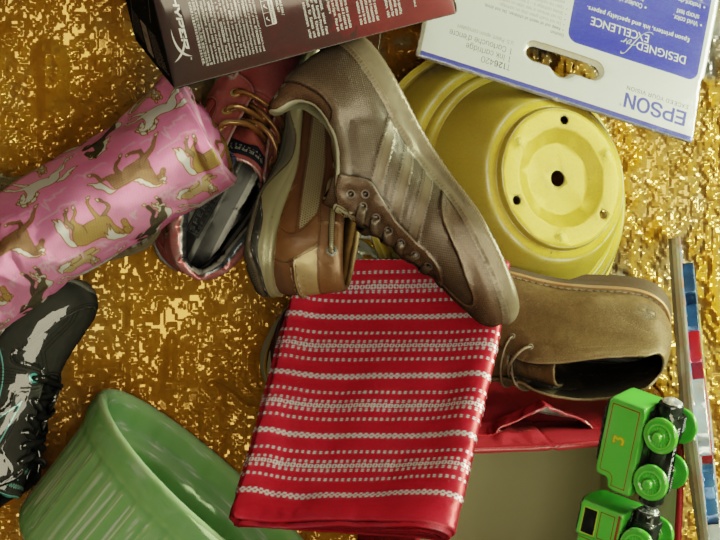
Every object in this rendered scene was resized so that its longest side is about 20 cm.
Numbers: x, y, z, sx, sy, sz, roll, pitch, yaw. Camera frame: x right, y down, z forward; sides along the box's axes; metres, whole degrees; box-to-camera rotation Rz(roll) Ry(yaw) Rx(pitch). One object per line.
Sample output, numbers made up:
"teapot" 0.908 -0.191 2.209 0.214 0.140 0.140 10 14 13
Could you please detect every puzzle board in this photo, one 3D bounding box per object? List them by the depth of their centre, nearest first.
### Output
"puzzle board" 0.218 0.096 1.702 0.017 0.200 0.151 -7 127 9

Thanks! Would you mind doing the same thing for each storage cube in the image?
"storage cube" 0.098 0.163 1.702 0.171 0.180 0.200 -3 106 -12

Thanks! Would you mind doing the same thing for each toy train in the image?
"toy train" 0.156 0.165 1.592 0.056 0.042 0.200 20 110 27

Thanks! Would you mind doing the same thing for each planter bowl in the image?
"planter bowl" 0.108 -0.054 1.702 0.200 0.083 0.201 5 80 -29

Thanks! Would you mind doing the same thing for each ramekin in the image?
"ramekin" -0.120 0.177 1.664 0.200 0.200 0.098 41 96 -14

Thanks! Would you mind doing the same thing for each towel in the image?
"towel" 0.007 0.074 1.603 0.144 0.022 0.200 1 55 19

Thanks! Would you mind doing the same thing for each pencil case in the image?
"pencil case" -0.174 -0.038 1.602 0.200 0.087 0.083 -33 80 -1

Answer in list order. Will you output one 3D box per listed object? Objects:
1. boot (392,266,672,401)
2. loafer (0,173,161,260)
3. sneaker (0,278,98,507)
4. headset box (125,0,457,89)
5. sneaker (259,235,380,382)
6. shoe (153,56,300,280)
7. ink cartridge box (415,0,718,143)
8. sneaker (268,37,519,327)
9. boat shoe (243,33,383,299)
"boot" 0.095 0.044 1.648 0.200 0.075 0.074 -2 123 6
"loafer" -0.223 -0.024 1.678 0.200 0.067 0.076 -6 96 -4
"sneaker" -0.222 0.096 1.680 0.079 0.075 0.200 39 96 24
"headset box" -0.040 -0.184 1.616 0.200 0.149 0.075 -15 109 -9
"sneaker" 0.000 0.000 1.716 0.075 0.090 0.200 20 93 -14
"shoe" -0.070 -0.086 1.689 0.071 0.091 0.200 26 91 -14
"ink cartridge box" 0.138 -0.199 1.716 0.197 0.047 0.200 17 77 -15
"sneaker" 0.019 -0.042 1.595 0.075 0.070 0.200 -31 85 -7
"boat shoe" -0.011 -0.069 1.659 0.074 0.076 0.200 9 68 18
